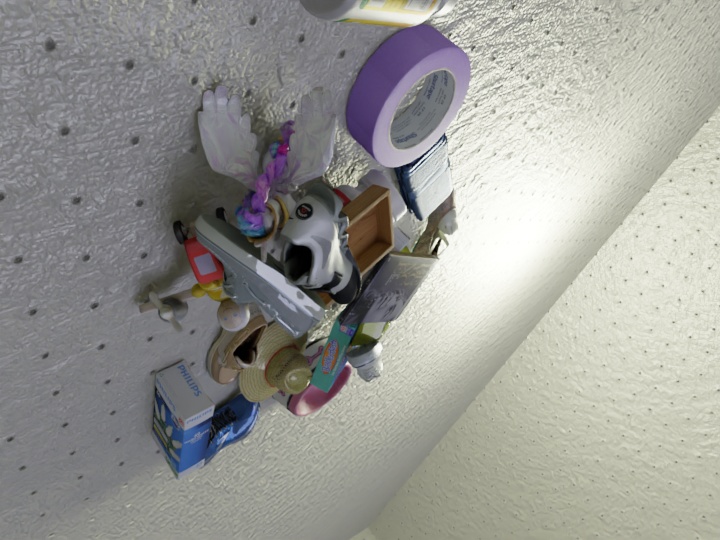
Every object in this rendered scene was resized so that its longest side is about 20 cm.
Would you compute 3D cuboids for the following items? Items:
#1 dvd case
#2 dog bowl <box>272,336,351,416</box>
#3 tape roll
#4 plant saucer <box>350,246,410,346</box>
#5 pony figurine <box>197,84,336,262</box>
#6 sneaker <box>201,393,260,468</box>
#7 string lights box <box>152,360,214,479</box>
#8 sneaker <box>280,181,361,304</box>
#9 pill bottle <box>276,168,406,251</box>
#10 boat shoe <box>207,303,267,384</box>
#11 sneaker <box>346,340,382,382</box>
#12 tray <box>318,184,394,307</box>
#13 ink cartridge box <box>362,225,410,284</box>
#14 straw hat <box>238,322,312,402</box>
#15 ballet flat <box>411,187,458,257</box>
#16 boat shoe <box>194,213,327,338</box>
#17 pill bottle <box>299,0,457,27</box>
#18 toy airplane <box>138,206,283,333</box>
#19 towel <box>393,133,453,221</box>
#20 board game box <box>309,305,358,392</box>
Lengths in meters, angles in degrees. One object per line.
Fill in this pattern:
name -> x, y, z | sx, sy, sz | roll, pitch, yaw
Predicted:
dvd case -> 0.054, 0.032, 1.134 | 0.150, 0.016, 0.199 | -56, 155, 18
dog bowl -> -0.103, 0.246, 1.463 | 0.199, 0.074, 0.202 | -36, 155, -20
tape roll -> 0.073, -0.256, 0.968 | 0.199, 0.066, 0.202 | -36, 154, -20
plant saucer -> 0.056, 0.052, 1.306 | 0.200, 0.047, 0.204 | -32, 145, -77
pony figurine -> -0.101, -0.121, 0.796 | 0.200, 0.162, 0.198 | -52, 143, -77
sneaker -> -0.283, 0.318, 1.290 | 0.200, 0.079, 0.089 | -43, 158, -3
string lights box -> -0.311, 0.263, 1.128 | 0.058, 0.103, 0.202 | -22, 147, -36
sneaker -> -0.055, -0.008, 0.773 | 0.089, 0.073, 0.202 | -48, 149, -22
pill bottle -> -0.027, -0.065, 1.042 | 0.199, 0.120, 0.120 | -41, 156, -7
boat shoe -> -0.213, 0.140, 1.131 | 0.073, 0.069, 0.202 | -19, 145, -43
sneaker -> 0.019, 0.182, 1.282 | 0.072, 0.072, 0.200 | -20, 176, 5
tray -> -0.024, -0.030, 0.914 | 0.199, 0.036, 0.100 | -41, 138, -37
ink cartridge box -> 0.000, 0.000, 1.171 | 0.201, 0.047, 0.198 | -49, -173, 3
straw hat -> -0.139, 0.194, 1.257 | 0.200, 0.084, 0.204 | -41, 146, -35
ballet flat -> 0.172, -0.086, 1.382 | 0.067, 0.067, 0.202 | -24, 148, -37
boat shoe -> -0.130, 0.015, 0.789 | 0.200, 0.070, 0.072 | 40, 98, -23
pill bottle -> 0.028, -0.333, 0.721 | 0.198, 0.113, 0.114 | -17, 145, -44
toy airplane -> -0.184, 0.021, 0.900 | 0.196, 0.144, 0.199 | 4, 149, -42
towel -> 0.116, -0.177, 1.179 | 0.111, 0.049, 0.201 | -42, 155, -6
board game box -> -0.030, 0.134, 1.320 | 0.155, 0.044, 0.200 | -67, 173, 21
